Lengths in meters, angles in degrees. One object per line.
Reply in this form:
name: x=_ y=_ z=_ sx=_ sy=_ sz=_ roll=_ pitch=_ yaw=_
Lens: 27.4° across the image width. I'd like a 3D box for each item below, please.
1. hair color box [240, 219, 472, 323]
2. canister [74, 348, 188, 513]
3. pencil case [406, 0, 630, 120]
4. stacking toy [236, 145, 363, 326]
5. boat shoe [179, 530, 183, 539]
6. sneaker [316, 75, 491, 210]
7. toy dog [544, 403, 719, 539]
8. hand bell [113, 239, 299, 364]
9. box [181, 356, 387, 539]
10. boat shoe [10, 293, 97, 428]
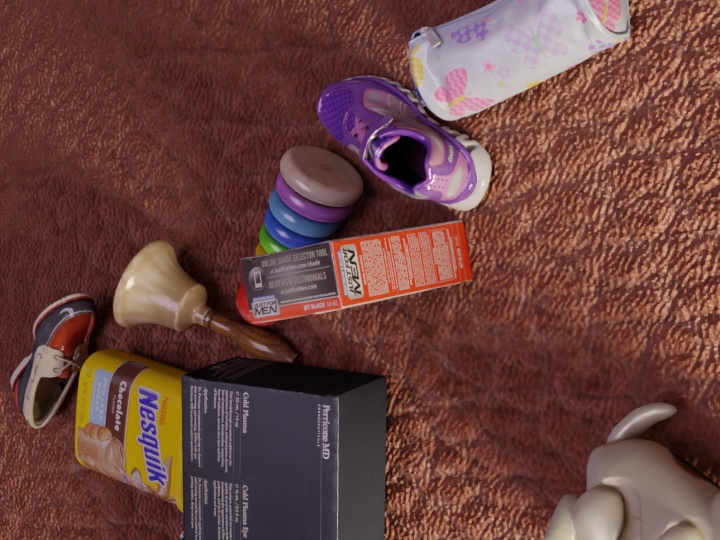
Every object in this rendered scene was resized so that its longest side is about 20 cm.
hair color box: x=0.000 y=0.000 z=1.345 sx=0.111 sy=0.200 sz=0.064 roll=-10 pitch=89 yaw=39
canister: x=-0.219 y=0.175 z=1.617 sx=0.200 sy=0.087 sz=0.149 roll=14 pitch=103 yaw=38
pencil case: x=0.136 y=-0.204 z=1.286 sx=0.200 sy=0.083 sz=0.091 roll=-21 pitch=104 yaw=37
stacking toy: x=-0.071 y=-0.023 z=1.483 sx=0.085 sy=0.085 sz=0.200 roll=43 pitch=125 yaw=27
boat shoe: x=-0.175 y=0.374 z=1.630 sx=0.068 sy=0.072 sz=0.200 roll=-134 pitch=43 yaw=-68
sneaker: x=0.026 y=-0.123 z=1.382 sx=0.200 sy=0.088 sz=0.081 roll=35 pitch=117 yaw=31
toy dog: x=0.280 y=0.213 z=1.199 sx=0.200 sy=0.140 sz=0.194 roll=3 pitch=61 yaw=40
hand bell: x=-0.151 y=0.055 z=1.563 sx=0.200 sy=0.104 sz=0.104 roll=26 pitch=112 yaw=20
box: x=-0.076 y=0.200 z=1.474 sx=0.182 sy=0.104 sz=0.200 roll=6 pitch=100 yaw=29
boat shoe: x=-0.353 y=0.104 z=1.720 sx=0.200 sy=0.071 sz=0.063 roll=-53 pitch=49 yaw=37
